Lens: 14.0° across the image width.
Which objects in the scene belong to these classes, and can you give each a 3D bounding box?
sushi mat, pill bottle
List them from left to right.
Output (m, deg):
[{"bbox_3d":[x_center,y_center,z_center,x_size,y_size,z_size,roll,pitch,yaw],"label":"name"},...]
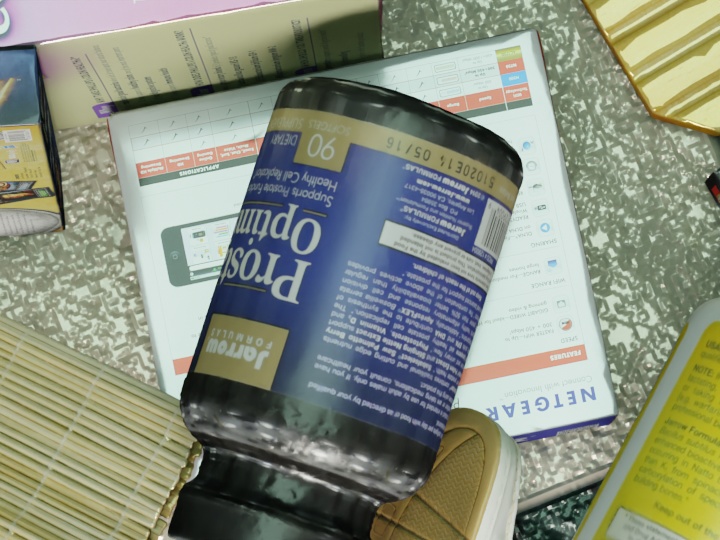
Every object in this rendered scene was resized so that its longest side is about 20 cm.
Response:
[{"bbox_3d":[-0.168,0.068,1.301,0.200,0.012,0.096,24,82,21],"label":"sushi mat"},{"bbox_3d":[-0.010,0.029,1.231,0.112,0.112,0.200,17,82,3],"label":"pill bottle"},{"bbox_3d":[0.169,0.082,1.229,0.114,0.114,0.200,28,85,5],"label":"pill bottle"}]

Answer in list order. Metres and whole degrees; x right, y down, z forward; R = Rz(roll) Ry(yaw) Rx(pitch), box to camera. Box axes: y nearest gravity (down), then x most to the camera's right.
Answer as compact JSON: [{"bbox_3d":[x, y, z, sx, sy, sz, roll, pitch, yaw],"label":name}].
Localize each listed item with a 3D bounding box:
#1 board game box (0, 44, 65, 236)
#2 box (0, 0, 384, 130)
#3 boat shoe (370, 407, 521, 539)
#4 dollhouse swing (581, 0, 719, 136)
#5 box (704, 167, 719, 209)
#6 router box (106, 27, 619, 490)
[{"bbox_3d":[-0.198,-0.049,1.245,0.135,0.200,0.035,-4,79,-4],"label":"board game box"},{"bbox_3d":[-0.094,-0.132,1.272,0.200,0.176,0.097,-10,82,0],"label":"box"},{"bbox_3d":[0.034,0.157,1.279,0.069,0.071,0.200,12,101,-37],"label":"boat shoe"},{"bbox_3d":[0.187,-0.182,1.287,0.176,0.182,0.200,-28,83,-13],"label":"dollhouse swing"},{"bbox_3d":[0.269,-0.044,1.321,0.200,0.035,0.110,-29,85,-3],"label":"box"},{"bbox_3d":[0.000,0.000,1.316,0.200,0.049,0.180,-11,82,0],"label":"router box"}]
